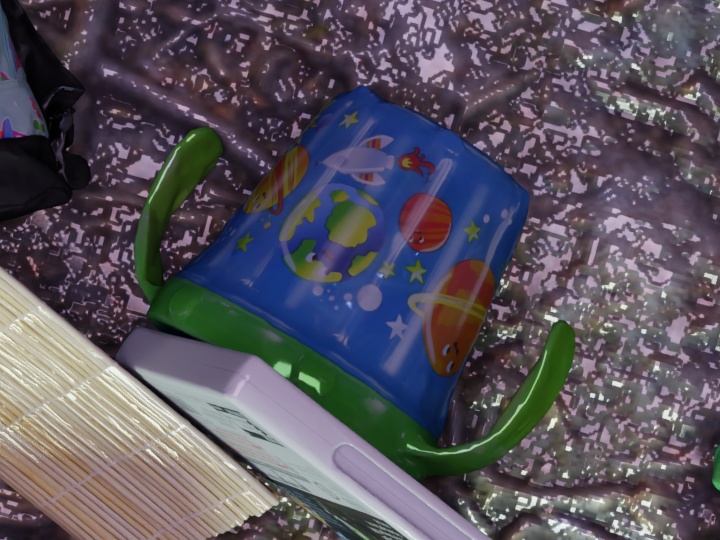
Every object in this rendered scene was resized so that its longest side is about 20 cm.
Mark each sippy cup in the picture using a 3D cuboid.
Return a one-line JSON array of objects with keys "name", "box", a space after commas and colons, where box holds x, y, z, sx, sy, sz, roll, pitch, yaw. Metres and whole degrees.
[{"name": "sippy cup", "box": [0.000, 0.000, 1.259, 0.177, 0.140, 0.131, 33, 83, -11]}]

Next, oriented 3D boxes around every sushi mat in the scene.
[{"name": "sushi mat", "box": [-0.134, 0.058, 1.261, 0.096, 0.012, 0.200, -32, 118, 32]}]

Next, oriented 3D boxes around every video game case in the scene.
[{"name": "video game case", "box": [-0.004, 0.088, 1.209, 0.182, 0.200, 0.023, 39, 81, -14]}]

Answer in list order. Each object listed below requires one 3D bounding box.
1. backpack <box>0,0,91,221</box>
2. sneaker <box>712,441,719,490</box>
[{"name": "backpack", "box": [-0.214, -0.107, 1.248, 0.166, 0.127, 0.201, -14, 91, 5]}, {"name": "sneaker", "box": [0.194, 0.087, 1.276, 0.083, 0.074, 0.200, 38, 106, 7]}]
